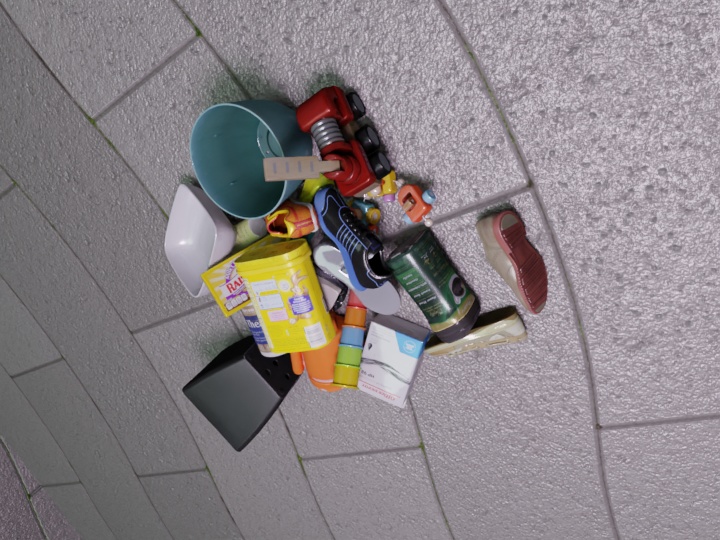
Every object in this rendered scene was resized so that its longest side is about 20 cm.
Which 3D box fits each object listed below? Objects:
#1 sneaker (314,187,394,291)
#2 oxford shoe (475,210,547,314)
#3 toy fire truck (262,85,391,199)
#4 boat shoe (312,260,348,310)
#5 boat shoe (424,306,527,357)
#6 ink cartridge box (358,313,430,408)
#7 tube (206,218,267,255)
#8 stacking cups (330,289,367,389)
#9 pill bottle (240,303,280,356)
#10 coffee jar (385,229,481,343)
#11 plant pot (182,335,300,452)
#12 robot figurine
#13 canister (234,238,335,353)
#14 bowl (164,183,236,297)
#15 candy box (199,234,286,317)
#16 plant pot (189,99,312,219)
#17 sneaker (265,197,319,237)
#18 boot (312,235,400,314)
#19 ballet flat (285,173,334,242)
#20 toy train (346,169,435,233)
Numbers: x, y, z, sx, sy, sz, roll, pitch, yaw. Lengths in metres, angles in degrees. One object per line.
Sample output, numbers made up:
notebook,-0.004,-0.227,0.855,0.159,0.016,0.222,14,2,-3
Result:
sneaker,-0.007,-0.062,0.948,0.078,0.070,0.201,-19,101,40
oxford shoe,0.266,-0.013,0.939,0.075,0.070,0.201,0,121,57
toy fire truck,-0.066,-0.206,0.876,0.128,0.200,0.177,-26,82,26
boat shoe,-0.110,0.004,1.105,0.199,0.093,0.075,33,120,4
boat shoe,0.216,0.133,1.030,0.200,0.073,0.063,-25,103,26
ink cartridge box,0.060,0.202,1.123,0.115,0.067,0.201,20,111,14
tube,-0.286,-0.063,1.190,0.199,0.058,0.052,-22,140,39
stacking cups,-0.021,0.136,1.092,0.060,0.060,0.202,-1,75,27
pill bottle,-0.207,0.080,1.187,0.110,0.111,0.201,-10,112,30
coffee jar,0.138,0.031,0.991,0.085,0.104,0.201,-30,100,39
plant pot,-0.257,0.263,1.273,0.177,0.200,0.200,-39,95,26
robot figurine,-0.067,0.178,1.169,0.116,0.143,0.201,15,126,43
canister,-0.141,0.053,1.035,0.148,0.087,0.201,-9,110,24
bowl,-0.343,-0.067,1.165,0.200,0.074,0.201,46,124,31
candy box,-0.217,0.001,1.108,0.103,0.199,0.026,59,161,-5
plant pot,-0.179,-0.218,0.979,0.199,0.161,0.202,12,122,21
sneaker,-0.147,-0.097,0.994,0.200,0.077,0.074,8,114,63
boot,0.000,0.000,1.054,0.200,0.096,0.074,39,111,-8
ballet flat,-0.108,-0.121,1.061,0.067,0.067,0.200,54,137,20
toy train,0.036,-0.104,0.967,0.200,0.055,0.151,-42,68,39
